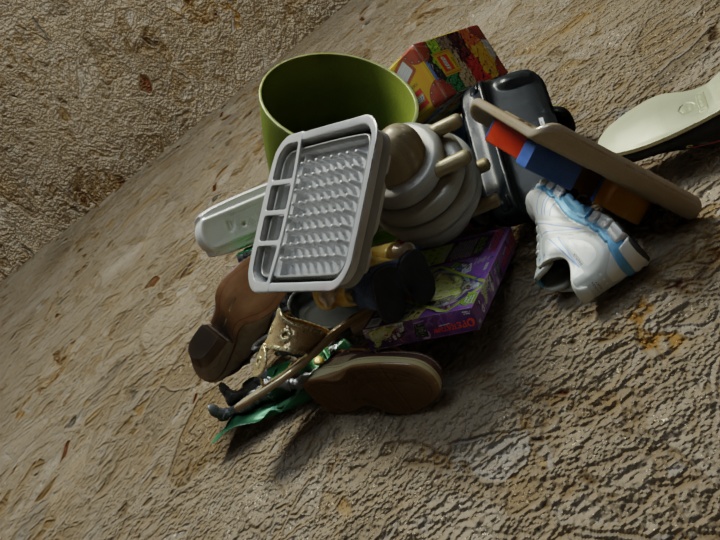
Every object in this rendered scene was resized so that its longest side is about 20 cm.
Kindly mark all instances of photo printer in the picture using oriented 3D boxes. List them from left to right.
[{"bbox_3d":[-0.156,-0.075,1.379,0.164,0.070,0.200,-24,5,-10],"label":"photo printer"}]

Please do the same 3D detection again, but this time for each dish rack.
[{"bbox_3d":[-0.037,-0.057,0.969,0.199,0.043,0.175,-3,72,57],"label":"dish rack"}]

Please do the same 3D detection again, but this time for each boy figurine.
[{"bbox_3d":[0.000,0.000,1.007,0.123,0.065,0.199,-29,23,-21],"label":"boy figurine"}]

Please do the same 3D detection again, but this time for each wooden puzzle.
[{"bbox_3d":[0.206,-0.101,0.940,0.047,0.183,0.200,-63,18,8],"label":"wooden puzzle"}]

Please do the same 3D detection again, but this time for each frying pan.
[{"bbox_3d":[-0.041,0.062,1.131,0.113,0.031,0.191,8,30,14],"label":"frying pan"}]

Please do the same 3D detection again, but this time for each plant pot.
[{"bbox_3d":[-0.035,-0.123,1.167,0.183,0.202,0.189,5,43,-5],"label":"plant pot"}]

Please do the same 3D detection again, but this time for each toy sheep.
[{"bbox_3d":[0.071,-0.090,1.030,0.136,0.200,0.140,-15,55,23],"label":"toy sheep"}]

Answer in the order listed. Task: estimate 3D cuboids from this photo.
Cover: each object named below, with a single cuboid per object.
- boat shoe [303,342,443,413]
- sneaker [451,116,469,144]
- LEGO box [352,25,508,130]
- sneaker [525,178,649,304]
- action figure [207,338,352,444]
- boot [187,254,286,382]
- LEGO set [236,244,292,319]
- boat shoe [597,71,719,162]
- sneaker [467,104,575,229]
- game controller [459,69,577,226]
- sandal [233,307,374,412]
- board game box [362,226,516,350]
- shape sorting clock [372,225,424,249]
[{"bbox_3d":[0.019,0.098,0.987,0.199,0.072,0.072,-20,29,54],"label":"boat shoe"},{"bbox_3d":[0.118,-0.143,1.283,0.201,0.066,0.078,-50,15,-28],"label":"sneaker"},{"bbox_3d":[0.070,-0.215,1.245,0.148,0.078,0.199,-29,-6,-44],"label":"LEGO box"},{"bbox_3d":[0.193,-0.026,0.941,0.087,0.075,0.200,-44,21,4],"label":"sneaker"},{"bbox_3d":[-0.088,0.126,1.131,0.198,0.055,0.119,-26,25,25],"label":"action figure"},{"bbox_3d":[-0.134,0.054,1.184,0.200,0.070,0.146,-44,-14,1],"label":"boot"},{"bbox_3d":[-0.093,0.007,1.330,0.152,0.118,0.200,-23,6,-11],"label":"LEGO set"},{"bbox_3d":[0.331,-0.146,0.955,0.199,0.063,0.074,-22,38,33],"label":"boat shoe"},{"bbox_3d":[0.186,-0.130,1.146,0.200,0.074,0.087,-48,22,-23],"label":"sneaker"},{"bbox_3d":[0.177,-0.143,1.098,0.102,0.042,0.203,-13,58,5],"label":"game controller"},{"bbox_3d":[-0.062,0.065,1.047,0.210,0.070,0.078,-32,1,-3],"label":"sandal"},{"bbox_3d":[0.087,0.015,1.005,0.118,0.033,0.200,-18,17,27],"label":"board game box"},{"bbox_3d":[0.051,-0.063,1.207,0.200,0.039,0.202,-40,36,37],"label":"shape sorting clock"}]
